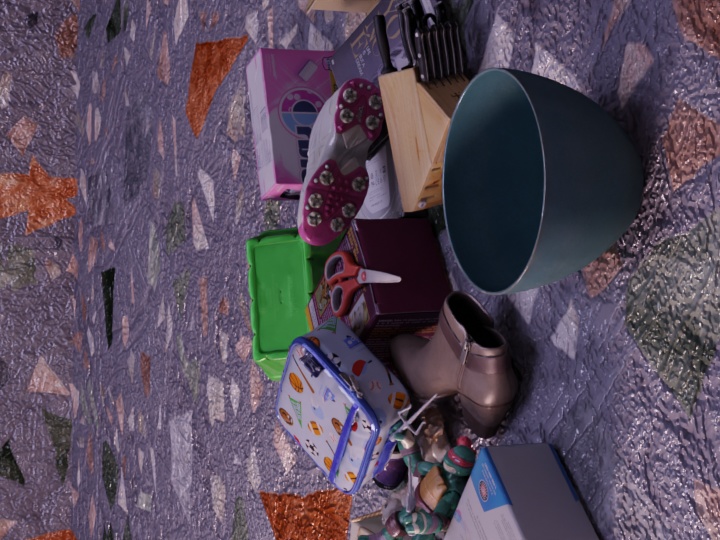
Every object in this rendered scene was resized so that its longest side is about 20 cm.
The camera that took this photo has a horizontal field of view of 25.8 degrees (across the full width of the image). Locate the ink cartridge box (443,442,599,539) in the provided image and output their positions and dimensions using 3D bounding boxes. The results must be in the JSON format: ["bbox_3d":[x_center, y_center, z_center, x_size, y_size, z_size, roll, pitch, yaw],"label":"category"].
[{"bbox_3d":[0.152,0.292,1.567,0.145,0.084,0.201,-113,32,-43],"label":"ink cartridge box"}]

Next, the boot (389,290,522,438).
[{"bbox_3d":[0.099,0.082,1.673,0.200,0.070,0.147,39,145,37],"label":"boot"}]

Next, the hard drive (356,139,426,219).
[{"bbox_3d":[0.029,-0.150,1.902,0.140,0.037,0.202,159,109,-66],"label":"hard drive"}]

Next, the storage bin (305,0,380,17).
[{"bbox_3d":[-0.007,-0.443,1.902,0.199,0.093,0.202,137,128,-60],"label":"storage bin"}]

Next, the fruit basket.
[{"bbox_3d":[-0.077,0.043,2.086,0.215,0.154,0.218,-7,-90,-70],"label":"fruit basket"}]

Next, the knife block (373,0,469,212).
[{"bbox_3d":[0.061,-0.191,1.732,0.176,0.064,0.201,53,141,31],"label":"knife block"}]

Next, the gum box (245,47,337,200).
[{"bbox_3d":[-0.078,-0.185,2.057,0.066,0.112,0.202,142,124,-63],"label":"gum box"}]

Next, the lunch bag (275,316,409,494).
[{"bbox_3d":[-0.020,0.157,1.778,0.160,0.075,0.201,48,150,21],"label":"lunch bag"}]

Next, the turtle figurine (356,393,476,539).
[{"bbox_3d":[0.066,0.242,1.657,0.150,0.100,0.201,-99,32,-64],"label":"turtle figurine"}]

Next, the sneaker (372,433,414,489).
[{"bbox_3d":[0.003,0.187,1.941,0.201,0.075,0.088,-117,28,-47],"label":"sneaker"}]

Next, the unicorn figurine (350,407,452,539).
[{"bbox_3d":[0.070,0.248,1.796,0.138,0.073,0.201,-116,46,-65],"label":"unicorn figurine"}]

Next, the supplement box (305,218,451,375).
[{"bbox_3d":[0.019,0.046,1.849,0.200,0.102,0.132,120,142,-52],"label":"supplement box"}]

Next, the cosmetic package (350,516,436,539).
[{"bbox_3d":[0.056,0.362,1.818,0.200,0.072,0.105,-162,72,-65],"label":"cosmetic package"}]

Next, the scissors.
[{"bbox_3d":[0.000,0.000,1.743,0.200,0.014,0.074,147,121,-65],"label":"scissors"}]

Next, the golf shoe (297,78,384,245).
[{"bbox_3d":[-0.031,-0.123,1.830,0.091,0.075,0.202,-2,67,64],"label":"golf shoe"}]

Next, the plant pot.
[{"bbox_3d":[0.176,-0.080,1.424,0.200,0.134,0.202,179,90,-67],"label":"plant pot"}]

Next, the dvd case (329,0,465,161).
[{"bbox_3d":[0.038,-0.244,1.826,0.200,0.016,0.150,-43,55,42],"label":"dvd case"}]
